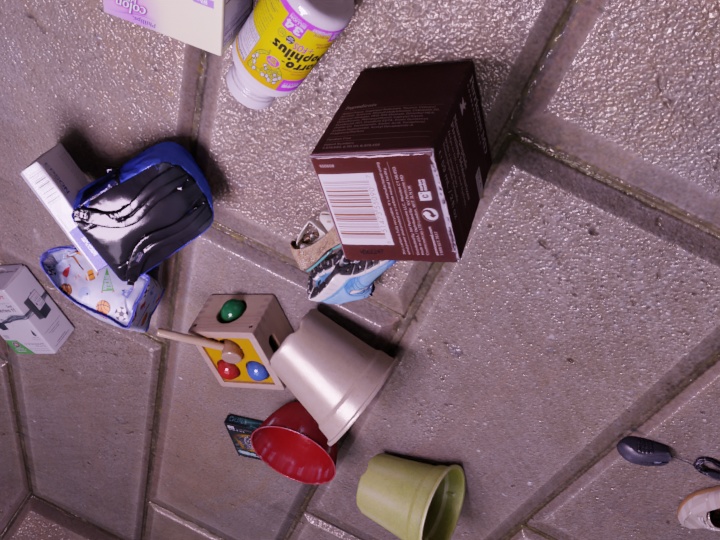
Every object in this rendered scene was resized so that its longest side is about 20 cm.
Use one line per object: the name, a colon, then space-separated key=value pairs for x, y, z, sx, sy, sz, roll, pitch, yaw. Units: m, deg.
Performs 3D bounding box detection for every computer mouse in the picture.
computer mouse: x=0.546 y=0.338 z=1.322 sx=0.196 sy=0.034 sz=0.059 roll=13 pitch=136 yaw=14

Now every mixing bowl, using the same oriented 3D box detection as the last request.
mixing bowl: x=-0.126 y=0.356 z=1.633 sx=0.196 sy=0.109 sz=0.203 roll=15 pitch=137 yaw=14

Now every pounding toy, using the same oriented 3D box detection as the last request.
pounding toy: x=-0.245 y=0.136 z=1.447 sx=0.180 sy=0.144 sz=0.202 roll=-1 pitch=132 yaw=27

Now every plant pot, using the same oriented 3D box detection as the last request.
plant pot: x=0.098 y=0.480 z=1.600 sx=0.181 sy=0.201 sz=0.203 roll=13 pitch=139 yaw=31
plant pot: x=-0.060 y=0.177 z=1.378 sx=0.183 sy=0.201 sz=0.201 roll=40 pitch=138 yaw=1

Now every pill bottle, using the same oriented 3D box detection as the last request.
pill bottle: x=-0.098 y=-0.294 z=0.968 sx=0.104 sy=0.105 sz=0.199 roll=37 pitch=138 yaw=-13

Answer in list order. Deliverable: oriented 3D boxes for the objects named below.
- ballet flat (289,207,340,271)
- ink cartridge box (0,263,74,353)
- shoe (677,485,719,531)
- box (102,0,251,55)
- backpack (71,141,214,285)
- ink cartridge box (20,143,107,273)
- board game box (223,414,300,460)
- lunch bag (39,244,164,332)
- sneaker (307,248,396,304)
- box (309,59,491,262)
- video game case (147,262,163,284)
ballet flat: x=-0.052 y=-0.062 z=1.209 sx=0.066 sy=0.071 sz=0.199 roll=48 pitch=132 yaw=-8
ink cartridge box: x=-0.771 y=0.091 z=1.719 sx=0.144 sy=0.084 sz=0.202 roll=-3 pitch=130 yaw=29
shoe: x=0.636 y=0.423 z=1.346 sx=0.069 sy=0.054 sz=0.201 roll=29 pitch=138 yaw=-3
box: x=-0.225 y=-0.401 z=0.933 sx=0.172 sy=0.098 sz=0.202 roll=21 pitch=137 yaw=6
backpack: x=-0.344 y=-0.116 z=1.234 sx=0.197 sy=0.169 sz=0.164 roll=-29 pitch=125 yaw=7
ink cartridge box: x=-0.474 y=-0.116 z=1.292 sx=0.040 sy=0.201 sz=0.202 roll=-30 pitch=111 yaw=4
board game box: x=-0.216 y=0.408 z=1.792 sx=0.195 sy=0.028 sz=0.137 roll=8 pitch=135 yaw=20
lunch bag: x=-0.480 y=0.023 z=1.409 sx=0.196 sy=0.126 sz=0.170 roll=23 pitch=169 yaw=0
sneaker: x=0.000 y=0.000 z=1.254 sx=0.089 sy=0.080 sz=0.198 roll=24 pitch=142 yaw=-35
box: x=0.060 y=-0.139 z=0.969 sx=0.161 sy=0.202 sz=0.168 roll=1 pitch=134 yaw=25
video game case: x=-0.442 y=-0.056 z=1.451 sx=0.141 sy=0.018 sz=0.202 roll=26 pitch=139 yaw=3
